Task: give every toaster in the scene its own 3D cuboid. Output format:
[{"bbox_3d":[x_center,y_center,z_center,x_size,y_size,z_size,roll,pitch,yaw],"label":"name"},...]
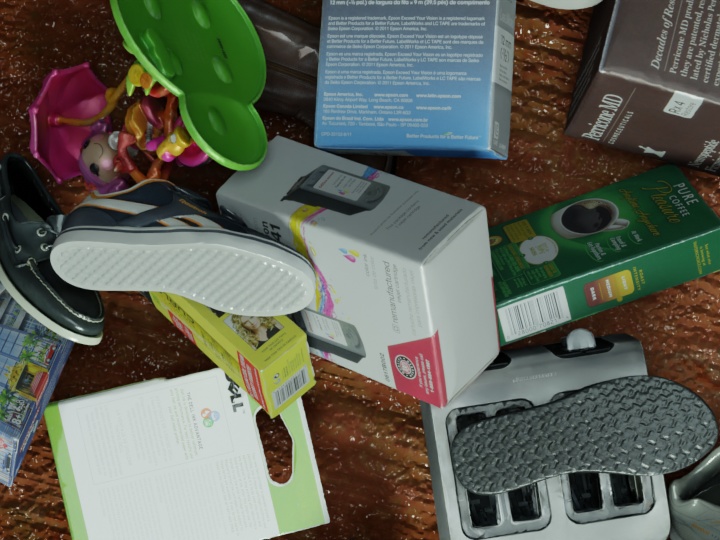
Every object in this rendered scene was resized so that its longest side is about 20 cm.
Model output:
[{"bbox_3d":[0.141,0.152,1.516,0.180,0.119,0.200,-8,87,-1],"label":"toaster"}]

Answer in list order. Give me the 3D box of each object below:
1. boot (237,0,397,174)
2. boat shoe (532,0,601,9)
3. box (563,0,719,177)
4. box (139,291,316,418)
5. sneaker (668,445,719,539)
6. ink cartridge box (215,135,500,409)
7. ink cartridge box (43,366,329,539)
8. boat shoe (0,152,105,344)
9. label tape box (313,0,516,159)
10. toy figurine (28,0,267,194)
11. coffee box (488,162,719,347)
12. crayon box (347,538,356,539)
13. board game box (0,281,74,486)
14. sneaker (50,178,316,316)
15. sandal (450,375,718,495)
[{"bbox_3d":[-0.063,-0.122,1.559,0.200,0.064,0.187,17,85,2],"label":"boot"},{"bbox_3d":[0.128,-0.259,1.525,0.072,0.200,0.069,45,72,-37],"label":"boat shoe"},{"bbox_3d":[0.285,-0.177,1.503,0.200,0.166,0.165,15,77,0],"label":"box"},{"bbox_3d":[-0.120,0.024,1.497,0.050,0.075,0.200,-39,61,-20],"label":"box"},{"bbox_3d":[0.333,0.157,1.521,0.200,0.092,0.076,-32,51,-4],"label":"sneaker"},{"bbox_3d":[0.000,0.000,1.464,0.200,0.148,0.086,19,47,32],"label":"ink cartridge box"},{"bbox_3d":[-0.138,0.157,1.533,0.200,0.076,0.148,-13,87,-4],"label":"ink cartridge box"},{"bbox_3d":[-0.245,-0.023,1.499,0.066,0.074,0.199,-55,44,17],"label":"boat shoe"},{"bbox_3d":[0.045,-0.189,1.479,0.143,0.066,0.200,3,86,19],"label":"label tape box"},{"bbox_3d":[-0.179,-0.119,1.504,0.184,0.150,0.200,-37,66,34],"label":"toy figurine"},{"bbox_3d":[0.182,-0.013,1.525,0.200,0.123,0.044,-20,119,-3],"label":"coffee box"},{"bbox_3d":[-0.041,0.311,1.503,0.058,0.119,0.200,34,86,1],"label":"crayon box"},{"bbox_3d":[-0.330,0.048,1.485,0.199,0.062,0.200,17,44,-1],"label":"board game box"},{"bbox_3d":[-0.127,-0.023,1.439,0.200,0.079,0.080,9,46,5],"label":"sneaker"},{"bbox_3d":[0.168,0.122,1.441,0.200,0.048,0.076,-9,88,11],"label":"sandal"}]
